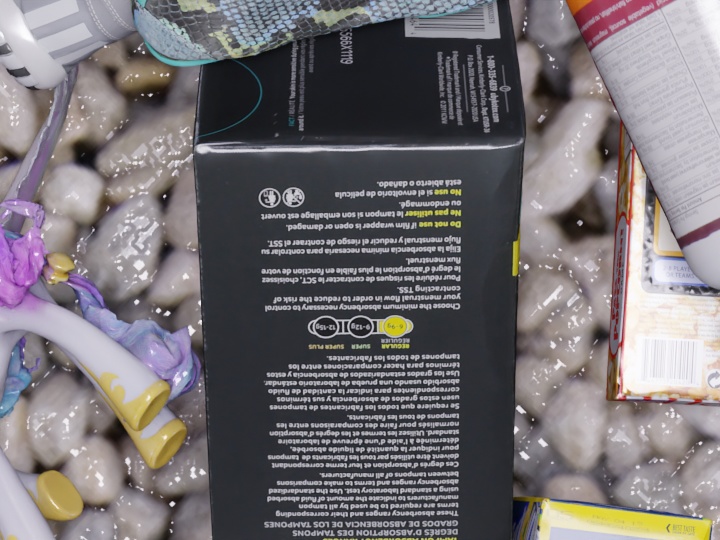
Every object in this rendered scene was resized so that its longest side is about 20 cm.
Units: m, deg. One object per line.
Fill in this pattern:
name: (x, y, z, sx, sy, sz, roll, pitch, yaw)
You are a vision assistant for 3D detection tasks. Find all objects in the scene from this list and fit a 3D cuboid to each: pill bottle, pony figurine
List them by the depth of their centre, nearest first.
pill bottle: (0.169, -0.060, 1.164, 0.109, 0.110, 0.200, -25, 87, -2)
pony figurine: (-0.161, 0.013, 1.182, 0.200, 0.166, 0.193, 40, 116, 17)

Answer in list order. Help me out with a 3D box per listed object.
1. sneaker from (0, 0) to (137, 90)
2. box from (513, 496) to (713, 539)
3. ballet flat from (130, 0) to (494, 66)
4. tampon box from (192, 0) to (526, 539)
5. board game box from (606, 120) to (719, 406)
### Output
sneaker: (-0.082, -0.162, 1.177, 0.115, 0.075, 0.200, -16, 42, 29)
box: (0.097, 0.128, 1.153, 0.070, 0.200, 0.064, 7, 86, 0)
ballet flat: (0.005, -0.133, 1.100, 0.200, 0.074, 0.074, -21, 87, -26)
tampon box: (0.000, 0.000, 1.143, 0.126, 0.150, 0.200, -1, 122, 0)
board game box: (0.191, -0.037, 1.241, 0.151, 0.046, 0.200, 4, 87, -1)
